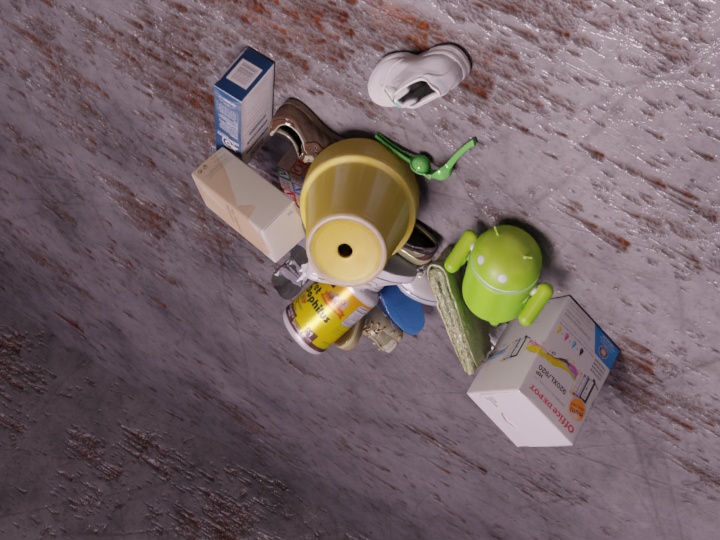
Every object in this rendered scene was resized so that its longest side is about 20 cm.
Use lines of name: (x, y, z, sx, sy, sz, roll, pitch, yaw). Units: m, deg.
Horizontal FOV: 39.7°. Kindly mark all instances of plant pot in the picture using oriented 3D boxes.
plant pot: (-0.010, -0.079, 1.593, 0.196, 0.190, 0.204, 5, 123, 7)

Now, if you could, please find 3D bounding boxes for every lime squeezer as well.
lime squeezer: (0.103, -0.175, 1.558, 0.197, 0.038, 0.071, 11, 144, 42)

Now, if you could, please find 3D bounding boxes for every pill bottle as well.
pill bottle: (-0.042, 0.054, 1.835, 0.109, 0.200, 0.110, 44, -164, -16)

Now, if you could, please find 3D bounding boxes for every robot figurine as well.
robot figurine: (0.227, 0.006, 1.607, 0.175, 0.116, 0.201, 38, 154, 17)

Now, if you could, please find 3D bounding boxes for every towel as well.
towel: (0.172, 0.065, 1.700, 0.036, 0.148, 0.203, -19, 98, 22)

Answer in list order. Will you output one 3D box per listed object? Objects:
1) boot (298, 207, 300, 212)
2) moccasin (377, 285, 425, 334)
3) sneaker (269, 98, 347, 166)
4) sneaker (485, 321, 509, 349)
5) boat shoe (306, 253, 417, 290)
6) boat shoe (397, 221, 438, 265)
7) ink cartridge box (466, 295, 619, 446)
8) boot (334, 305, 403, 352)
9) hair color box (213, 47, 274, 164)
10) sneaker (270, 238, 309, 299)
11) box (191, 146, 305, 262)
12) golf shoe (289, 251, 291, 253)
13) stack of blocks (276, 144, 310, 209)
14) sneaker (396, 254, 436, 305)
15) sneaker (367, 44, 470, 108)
boot: (-0.189, -0.111, 1.835, 0.199, 0.073, 0.090, 38, 148, -3)
moccasin: (0.054, 0.035, 1.922, 0.202, 0.080, 0.068, 56, 166, -1)
sneaker: (-0.068, -0.199, 1.682, 0.199, 0.076, 0.071, 38, 153, -1)
sneaker: (0.266, 0.116, 1.793, 0.198, 0.076, 0.081, 36, 144, 2)
boat shoe: (0.000, 0.000, 1.732, 0.196, 0.074, 0.066, 12, 126, -15)
boat shoe: (0.051, -0.085, 1.736, 0.197, 0.074, 0.065, 29, 149, -6)
ink cartridge box: (0.309, 0.174, 1.681, 0.147, 0.201, 0.144, 43, 153, -17)
boot: (0.018, 0.113, 1.957, 0.071, 0.202, 0.155, -25, 122, 27)
hair color box: (-0.198, -0.271, 1.697, 0.060, 0.101, 0.201, 31, 152, 10)
sneaker: (-0.091, -0.032, 1.844, 0.081, 0.087, 0.199, 48, 132, -7)
box: (-0.188, -0.113, 1.688, 0.199, 0.078, 0.096, 37, 160, 33)
golf shoe: (-0.066, -0.016, 1.953, 0.200, 0.073, 0.092, 47, -172, 24)
stack of blocks: (-0.100, -0.135, 1.838, 0.114, 0.059, 0.202, 24, 151, 24)
sneaker: (0.084, -0.013, 1.797, 0.199, 0.073, 0.071, 40, 156, -5)
sneaker: (0.063, -0.260, 1.414, 0.075, 0.089, 0.198, 46, 152, -23)
